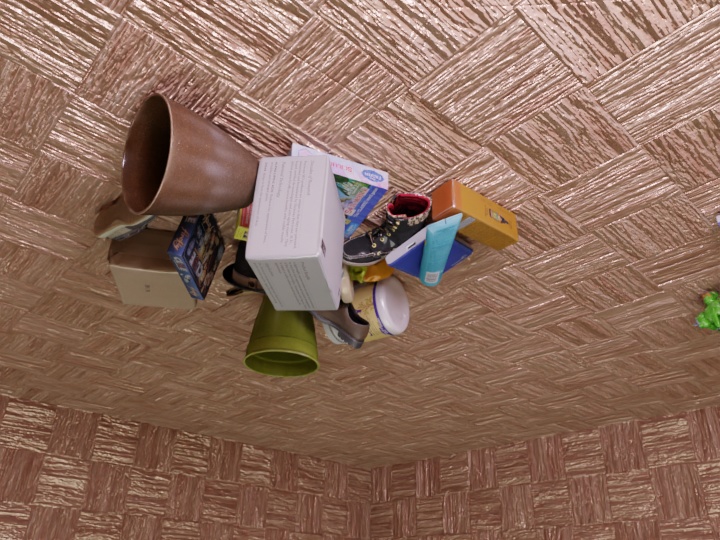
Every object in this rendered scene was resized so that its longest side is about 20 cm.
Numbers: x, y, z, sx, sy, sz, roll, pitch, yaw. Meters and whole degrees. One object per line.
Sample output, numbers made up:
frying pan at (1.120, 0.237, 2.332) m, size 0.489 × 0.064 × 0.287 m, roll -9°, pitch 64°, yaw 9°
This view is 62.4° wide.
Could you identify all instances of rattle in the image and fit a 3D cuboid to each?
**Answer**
rattle at (0.000, 0.000, 1.318) m, size 0.138 × 0.135 × 0.201 m, roll 8°, pitch 163°, yaw 6°

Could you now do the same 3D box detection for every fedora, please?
fedora at (-0.209, -0.024, 1.313) m, size 0.193 × 0.201 × 0.095 m, roll 3°, pitch 110°, yaw -3°

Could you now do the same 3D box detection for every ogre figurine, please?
ogre figurine at (0.936, 0.097, 1.509) m, size 0.116 × 0.102 × 0.200 m, roll -4°, pitch 165°, yaw -15°

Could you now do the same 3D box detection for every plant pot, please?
plant pot at (-0.199, 0.151, 1.551) m, size 0.193 × 0.199 × 0.202 m, roll 1°, pitch 153°, yaw 1°
plant pot at (-0.272, -0.171, 1.003) m, size 0.196 × 0.193 × 0.184 m, roll 10°, pitch 154°, yaw -44°

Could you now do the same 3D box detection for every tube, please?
tube at (0.154, -0.040, 1.194) m, size 0.076 × 0.051 × 0.202 m, roll -25°, pitch 153°, yaw -17°

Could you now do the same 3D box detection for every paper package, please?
paper package at (-0.470, -0.001, 1.381) m, size 0.184 × 0.107 × 0.201 m, roll 7°, pitch 151°, yaw -10°

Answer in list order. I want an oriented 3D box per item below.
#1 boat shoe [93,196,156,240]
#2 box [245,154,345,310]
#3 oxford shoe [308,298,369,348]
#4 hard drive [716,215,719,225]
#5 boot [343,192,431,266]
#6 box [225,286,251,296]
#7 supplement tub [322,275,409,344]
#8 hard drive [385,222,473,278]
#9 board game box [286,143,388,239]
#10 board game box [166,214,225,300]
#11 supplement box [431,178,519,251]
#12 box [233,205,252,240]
boat shoe at (-0.468, -0.110, 1.222) m, size 0.195 × 0.074 × 0.064 m, roll -20°, pitch 158°, yaw 29°
box at (-0.106, -0.062, 1.058) m, size 0.126 × 0.206 × 0.201 m, roll -1°, pitch 152°, yaw 8°
oxford shoe at (-0.059, 0.092, 1.425) m, size 0.197 × 0.073 × 0.086 m, roll 34°, pitch 113°, yaw 6°
hard drive at (0.833, -0.121, 1.168) m, size 0.129 × 0.026 × 0.199 m, roll 19°, pitch 147°, yaw -29°
boot at (0.052, -0.083, 1.215) m, size 0.193 × 0.075 × 0.152 m, roll -9°, pitch 152°, yaw -12°
box at (-0.208, 0.038, 1.415) m, size 0.194 × 0.022 × 0.162 m, roll -8°, pitch 177°, yaw -27°
supplement tub at (0.012, 0.106, 1.509) m, size 0.195 × 0.150 × 0.144 m, roll -18°, pitch 147°, yaw 31°
hard drive at (0.153, -0.034, 1.288) m, size 0.130 × 0.026 × 0.198 m, roll -36°, pitch 153°, yaw 21°
board game box at (-0.073, -0.146, 1.160) m, size 0.193 × 0.042 × 0.200 m, roll 13°, pitch 149°, yaw -20°
board game box at (-0.343, -0.043, 1.259) m, size 0.033 × 0.139 × 0.202 m, roll 14°, pitch 153°, yaw 6°
supplement box at (0.233, -0.107, 1.193) m, size 0.196 × 0.069 × 0.068 m, roll 21°, pitch 147°, yaw -30°
box at (-0.162, -0.088, 1.240) m, size 0.194 × 0.078 × 0.050 m, roll 13°, pitch 148°, yaw -19°
